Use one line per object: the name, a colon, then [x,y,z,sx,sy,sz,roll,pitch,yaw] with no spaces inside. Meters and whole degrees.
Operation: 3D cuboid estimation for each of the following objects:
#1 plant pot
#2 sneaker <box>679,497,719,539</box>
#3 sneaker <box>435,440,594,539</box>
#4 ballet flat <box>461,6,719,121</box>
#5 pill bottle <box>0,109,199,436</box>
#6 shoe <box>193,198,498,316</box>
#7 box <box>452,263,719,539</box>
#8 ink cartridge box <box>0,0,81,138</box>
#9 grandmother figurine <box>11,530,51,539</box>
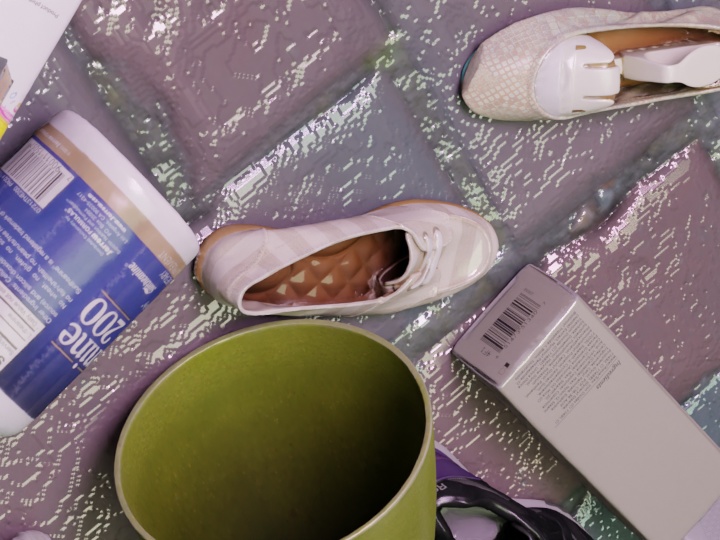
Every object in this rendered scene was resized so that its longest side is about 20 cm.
plant pot: [-0.031,0.165,1.382,0.186,0.187,0.201,-30,135,-15]
sneaker: [0.289,0.177,1.609,0.199,0.071,0.100,-25,137,-30]
sneaker: [0.096,0.182,1.490,0.199,0.087,0.076,30,93,-33]
ballet flat: [0.158,-0.129,1.423,0.199,0.062,0.068,-13,114,-23]
pill bottle: [-0.192,0.018,1.263,0.200,0.111,0.111,-45,122,-6]
shoe: [0.000,0.000,1.392,0.199,0.053,0.070,-6,111,-26]
box: [0.154,0.091,1.499,0.082,0.068,0.200,-46,123,-5]
ink cartridge box: [-0.225,-0.119,1.175,0.084,0.145,0.201,29,93,-32]
grandmother figurine: [-0.260,0.191,1.328,0.199,0.061,0.122,-12,141,-27]
